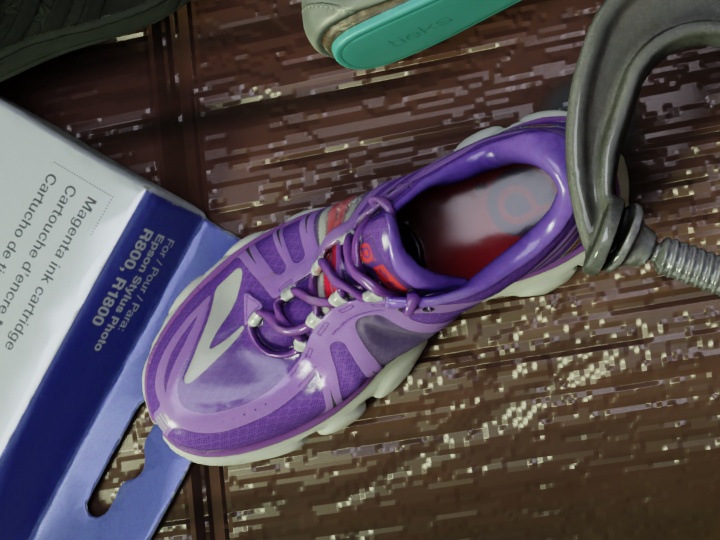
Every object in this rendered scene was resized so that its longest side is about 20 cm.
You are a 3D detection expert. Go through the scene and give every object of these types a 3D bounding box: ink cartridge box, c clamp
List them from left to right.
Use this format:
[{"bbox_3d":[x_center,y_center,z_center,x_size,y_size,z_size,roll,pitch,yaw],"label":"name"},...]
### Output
[{"bbox_3d":[-0.156,0.036,1.016,0.200,0.043,0.197,29,93,24],"label":"ink cartridge box"},{"bbox_3d":[0.154,-0.011,0.877,0.199,0.027,0.171,25,83,1],"label":"c clamp"}]

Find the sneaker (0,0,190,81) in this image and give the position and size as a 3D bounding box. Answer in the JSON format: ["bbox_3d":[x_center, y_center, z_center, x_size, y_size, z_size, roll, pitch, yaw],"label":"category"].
[{"bbox_3d":[-0.140,-0.119,0.974,0.199,0.104,0.060,-27,63,-2],"label":"sneaker"}]

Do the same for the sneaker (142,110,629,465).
[{"bbox_3d":[0.000,0.000,0.933,0.200,0.083,0.081,-33,80,14],"label":"sneaker"}]

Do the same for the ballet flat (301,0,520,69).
[{"bbox_3d":[0.067,-0.130,0.941,0.199,0.067,0.064,-16,69,18],"label":"ballet flat"}]
